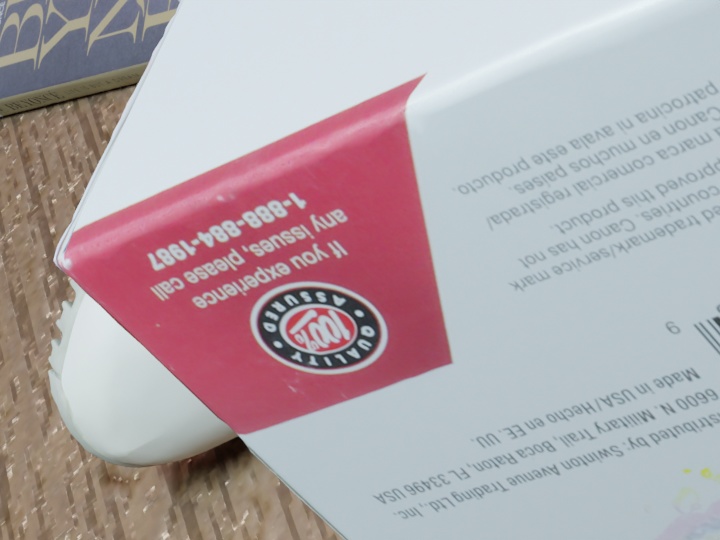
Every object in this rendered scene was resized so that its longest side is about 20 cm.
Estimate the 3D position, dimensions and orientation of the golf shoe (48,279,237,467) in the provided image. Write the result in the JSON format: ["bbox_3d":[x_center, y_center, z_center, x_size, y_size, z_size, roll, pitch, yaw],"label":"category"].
[{"bbox_3d":[0.000,0.000,0.705,0.200,0.078,0.097,-38,35,18],"label":"golf shoe"}]

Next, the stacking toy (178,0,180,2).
[{"bbox_3d":[0.015,-0.145,0.838,0.146,0.146,0.200,-36,15,18],"label":"stacking toy"}]

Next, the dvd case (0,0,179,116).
[{"bbox_3d":[-0.075,-0.137,0.990,0.200,0.016,0.149,-8,67,50],"label":"dvd case"}]

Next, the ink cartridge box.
[{"bbox_3d":[0.076,0.015,0.447,0.146,0.200,0.083,-22,34,38],"label":"ink cartridge box"}]
